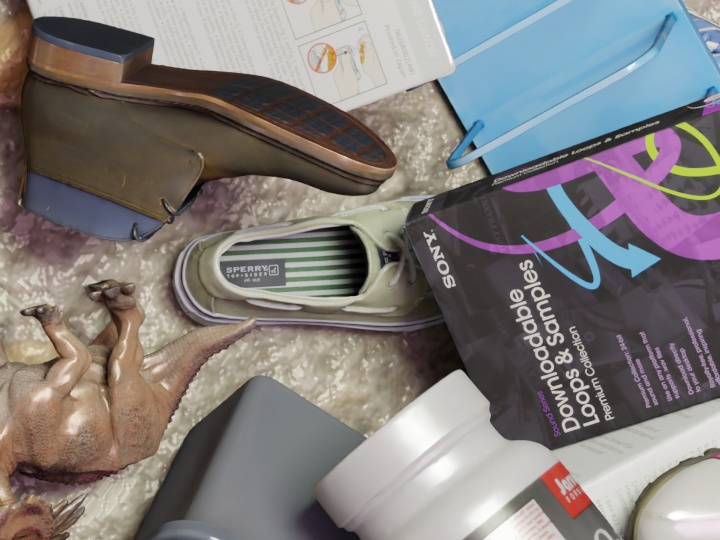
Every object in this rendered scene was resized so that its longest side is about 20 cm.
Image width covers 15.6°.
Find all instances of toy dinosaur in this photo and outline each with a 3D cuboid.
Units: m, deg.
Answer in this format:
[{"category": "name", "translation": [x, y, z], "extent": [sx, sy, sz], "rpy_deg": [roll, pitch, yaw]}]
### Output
[{"category": "toy dinosaur", "translation": [-0.145, 0.081, 1.333], "extent": [0.199, 0.086, 0.137], "rpy_deg": [-15, 95, -30]}]

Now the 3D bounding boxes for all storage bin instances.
[{"category": "storage bin", "translation": [-0.030, 0.160, 1.353], "extent": [0.199, 0.145, 0.135], "rpy_deg": [33, 48, -15]}]

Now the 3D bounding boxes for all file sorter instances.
[{"category": "file sorter", "translation": [0.083, -0.134, 1.385], "extent": [0.138, 0.123, 0.201], "rpy_deg": [-28, 98, 19]}]

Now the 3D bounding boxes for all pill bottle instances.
[{"category": "pill bottle", "translation": [0.073, 0.155, 1.257], "extent": [0.116, 0.116, 0.200], "rpy_deg": [-36, 84, -20]}]

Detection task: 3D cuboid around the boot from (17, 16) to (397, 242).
[{"category": "boot", "translation": [-0.081, -0.051, 1.307], "extent": [0.199, 0.075, 0.098], "rpy_deg": [21, 110, 16]}]

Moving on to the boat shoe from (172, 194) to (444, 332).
[{"category": "boat shoe", "translation": [0.000, 0.000, 1.403], "extent": [0.199, 0.062, 0.073], "rpy_deg": [-9, 89, -23]}]

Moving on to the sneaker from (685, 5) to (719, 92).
[{"category": "sneaker", "translation": [0.171, -0.125, 1.472], "extent": [0.199, 0.077, 0.076], "rpy_deg": [29, 77, -16]}]

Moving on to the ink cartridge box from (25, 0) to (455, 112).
[{"category": "ink cartridge box", "translation": [-0.068, -0.143, 1.348], "extent": [0.199, 0.050, 0.163], "rpy_deg": [-20, 93, 8]}]

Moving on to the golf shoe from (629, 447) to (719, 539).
[{"category": "golf shoe", "translation": [0.230, 0.128, 1.279], "extent": [0.198, 0.092, 0.073], "rpy_deg": [3, 98, -16]}]

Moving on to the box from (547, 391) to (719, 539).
[{"category": "box", "translation": [0.187, 0.107, 1.391], "extent": [0.199, 0.152, 0.107], "rpy_deg": [-25, 101, -12]}]

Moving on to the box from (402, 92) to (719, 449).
[{"category": "box", "translation": [0.137, 0.003, 1.329], "extent": [0.199, 0.036, 0.144], "rpy_deg": [-19, 105, 21]}]
